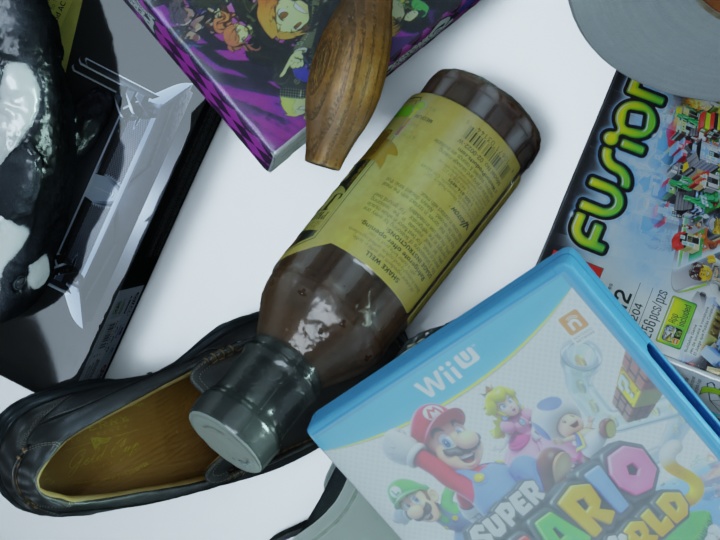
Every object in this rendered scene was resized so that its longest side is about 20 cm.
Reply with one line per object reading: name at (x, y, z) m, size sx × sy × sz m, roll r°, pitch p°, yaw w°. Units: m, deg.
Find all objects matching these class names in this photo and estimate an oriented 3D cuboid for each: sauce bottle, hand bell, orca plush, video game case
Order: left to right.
orca plush at (-0.148, -0.078, 1.234) m, size 0.071 × 0.105 × 0.201 m, roll -7°, pitch 87°, yaw -35°
video game case at (-0.035, -0.176, 1.233) m, size 0.181 × 0.036 × 0.200 m, roll -39°, pitch 86°, yaw -13°
sauce bottle at (0.000, 0.000, 1.212) m, size 0.065 × 0.065 × 0.200 m, roll 37°, pitch 68°, yaw 6°
hand bell at (0.009, -0.141, 1.181) m, size 0.104 × 0.104 × 0.201 m, roll 16°, pitch 89°, yaw 8°
video game case at (0.093, 0.101, 1.167) m, size 0.143 × 0.018 × 0.200 m, roll -34°, pitch 106°, yaw 26°

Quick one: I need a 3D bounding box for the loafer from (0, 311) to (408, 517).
loafer at (-0.065, 0.068, 1.241) m, size 0.199 × 0.072 × 0.073 m, roll -21°, pitch 103°, yaw -12°

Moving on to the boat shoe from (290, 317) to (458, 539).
boat shoe at (0.015, 0.110, 1.237) m, size 0.075 × 0.060 × 0.200 m, roll 34°, pitch 117°, yaw 7°

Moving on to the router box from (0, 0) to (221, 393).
router box at (-0.157, -0.060, 1.283) m, size 0.157 × 0.052 × 0.201 m, roll 27°, pitch 97°, yaw 8°

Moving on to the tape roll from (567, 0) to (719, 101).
tape roll at (0.174, -0.154, 1.111) m, size 0.199 × 0.200 × 0.066 m, roll -18°, pitch 54°, yaw 10°

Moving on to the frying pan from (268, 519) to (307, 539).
frying pan at (0.056, 0.110, 1.265) m, size 0.190 × 0.031 × 0.115 m, roll -45°, pitch 75°, yaw 20°

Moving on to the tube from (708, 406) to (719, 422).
tube at (0.206, 0.063, 1.189) m, size 0.199 × 0.050 × 0.078 m, roll 15°, pitch 84°, yaw 8°

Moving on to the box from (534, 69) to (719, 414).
box at (0.151, -0.043, 1.193) m, size 0.110 × 0.035 × 0.201 m, roll 20°, pitch 67°, yaw 7°
